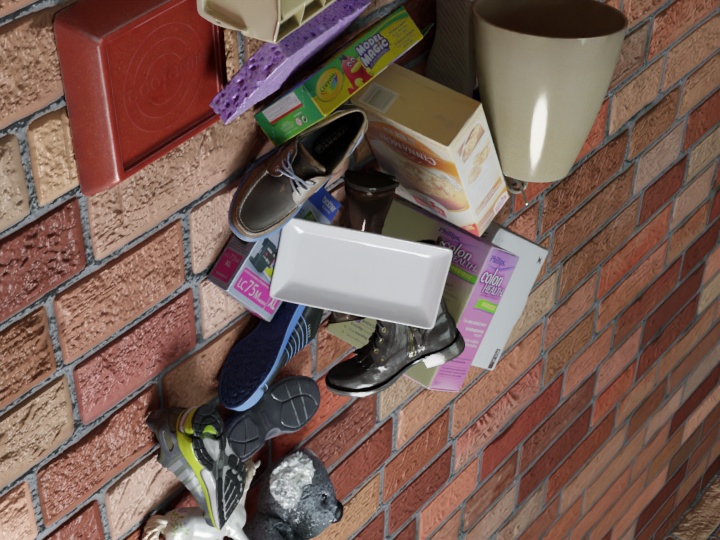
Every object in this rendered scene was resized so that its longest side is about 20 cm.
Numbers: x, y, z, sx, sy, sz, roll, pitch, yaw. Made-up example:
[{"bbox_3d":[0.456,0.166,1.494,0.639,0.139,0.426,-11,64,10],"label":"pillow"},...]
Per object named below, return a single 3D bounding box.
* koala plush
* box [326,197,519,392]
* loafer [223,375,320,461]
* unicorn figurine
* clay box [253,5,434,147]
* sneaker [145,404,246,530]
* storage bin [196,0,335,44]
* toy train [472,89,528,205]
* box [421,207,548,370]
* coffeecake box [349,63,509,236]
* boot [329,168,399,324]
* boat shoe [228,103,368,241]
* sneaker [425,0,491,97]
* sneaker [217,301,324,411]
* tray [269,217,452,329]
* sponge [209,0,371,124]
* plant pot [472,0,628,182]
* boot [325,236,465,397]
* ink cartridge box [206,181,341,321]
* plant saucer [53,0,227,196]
[{"bbox_3d":[-0.095,0.332,1.777,0.177,0.182,0.202,21,80,-84],"label":"koala plush"},{"bbox_3d":[0.081,0.031,1.775,0.097,0.175,0.201,13,102,-60],"label":"box"},{"bbox_3d":[-0.129,0.184,1.700,0.200,0.063,0.072,-28,106,-52],"label":"loafer"},{"bbox_3d":[-0.186,0.315,1.678,0.199,0.074,0.138,-16,116,-46],"label":"unicorn figurine"},{"bbox_3d":[-0.016,-0.220,1.479,0.200,0.115,0.048,-44,103,-32],"label":"clay box"},{"bbox_3d":[-0.192,0.227,1.586,0.074,0.080,0.201,-54,144,-41],"label":"sneaker"},{"bbox_3d":[-0.066,-0.347,1.271,0.200,0.093,0.200,-47,148,-48],"label":"storage bin"},{"bbox_3d":[0.179,-0.134,1.795,0.084,0.201,0.116,-18,149,-5],"label":"toy train"},{"bbox_3d":[0.144,0.019,1.913,0.200,0.130,0.200,19,97,-61],"label":"box"},{"bbox_3d":[0.089,-0.149,1.660,0.073,0.153,0.200,-52,149,-16],"label":"coffeecake box"},{"bbox_3d":[-0.004,-0.020,1.647,0.186,0.064,0.201,-22,128,-77],"label":"boot"},{"bbox_3d":[-0.069,-0.115,1.485,0.200,0.072,0.072,-49,-172,-13],"label":"boat shoe"},{"bbox_3d":[0.138,-0.289,1.706,0.082,0.074,0.201,-25,134,-41],"label":"sneaker"},{"bbox_3d":[-0.098,0.088,1.644,0.201,0.070,0.078,-59,146,-7],"label":"sneaker"},{"bbox_3d":[0.000,0.000,1.565,0.022,0.199,0.108,-88,-170,-64],"label":"tray"},{"bbox_3d":[-0.069,-0.223,1.376,0.111,0.030,0.200,-41,-178,36],"label":"sponge"},{"bbox_3d":[0.222,-0.217,1.648,0.187,0.187,0.201,-28,130,-45],"label":"plant pot"},{"bbox_3d":[0.027,0.051,1.637,0.199,0.069,0.175,-22,124,1],"label":"boot"},{"bbox_3d":[-0.091,-0.048,1.575,0.201,0.042,0.119,-61,151,-7],"label":"ink cartridge box"},{"bbox_3d":[-0.195,-0.189,1.292,0.199,0.037,0.201,-39,142,-37],"label":"plant saucer"}]
